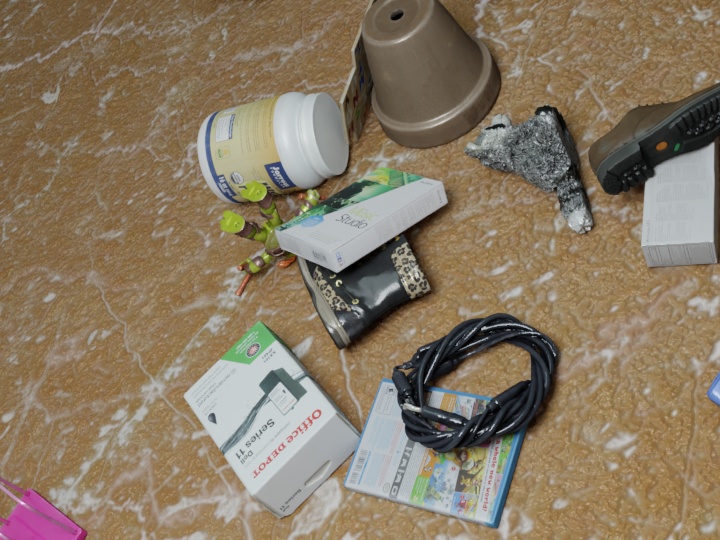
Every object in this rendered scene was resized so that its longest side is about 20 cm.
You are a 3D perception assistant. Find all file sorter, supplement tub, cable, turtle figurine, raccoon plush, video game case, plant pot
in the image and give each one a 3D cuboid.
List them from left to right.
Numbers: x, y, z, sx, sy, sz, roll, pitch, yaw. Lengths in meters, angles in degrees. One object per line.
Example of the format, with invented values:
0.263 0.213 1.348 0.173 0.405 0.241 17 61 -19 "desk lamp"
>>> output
-0.495 0.384 1.227 0.138 0.126 0.201 19 69 38 "file sorter"
-0.130 -0.046 1.315 0.200 0.161 0.065 -43 57 5 "turtle figurine"
-0.130 -0.187 1.410 0.197 0.145 0.146 -9 54 24 "supplement tub"
0.085 -0.308 1.354 0.197 0.175 0.203 -14 53 20 "plant pot"
0.088 0.208 1.091 0.197 0.018 0.145 6 61 33 "video game case"
0.136 0.127 1.078 0.197 0.051 0.164 -20 37 4 "cable"
0.212 -0.126 1.214 0.133 0.097 0.202 -22 49 24 "raccoon plush"

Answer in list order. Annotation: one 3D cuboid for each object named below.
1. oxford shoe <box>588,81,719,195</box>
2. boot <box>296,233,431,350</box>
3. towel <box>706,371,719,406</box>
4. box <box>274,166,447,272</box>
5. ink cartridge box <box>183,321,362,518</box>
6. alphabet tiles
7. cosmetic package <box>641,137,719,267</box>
0.359 -0.177 1.105 0.198 0.073 0.085 -28 46 9 "oxford shoe"
0.000 0.000 1.254 0.149 0.074 0.201 -28 40 3 "boot"
0.469 0.118 0.933 0.199 0.024 0.145 32 78 41 "towel"
0.001 -0.074 1.265 0.199 0.037 0.144 -32 30 -26 "box"
-0.112 0.185 1.178 0.147 0.083 0.200 -44 49 -4 "ink cartridge box"
0.006 -0.298 1.402 0.007 0.168 0.202 12 63 12 "alphabet tiles"
0.386 -0.102 1.118 0.081 0.051 0.202 -2 57 26 "cosmetic package"
